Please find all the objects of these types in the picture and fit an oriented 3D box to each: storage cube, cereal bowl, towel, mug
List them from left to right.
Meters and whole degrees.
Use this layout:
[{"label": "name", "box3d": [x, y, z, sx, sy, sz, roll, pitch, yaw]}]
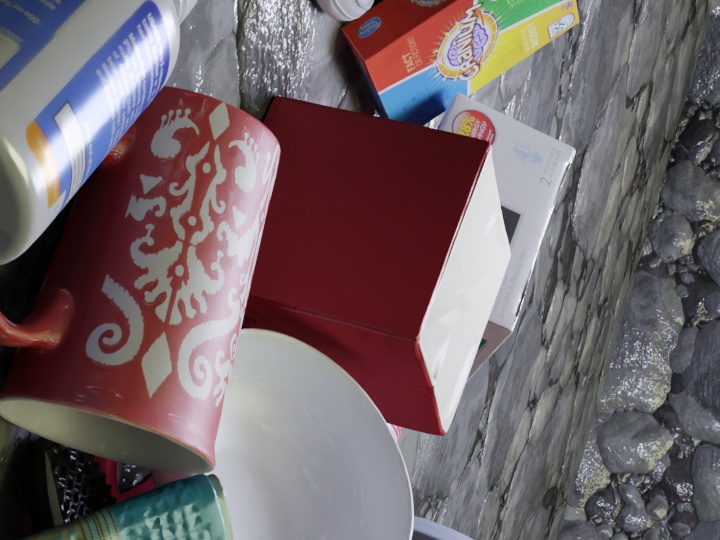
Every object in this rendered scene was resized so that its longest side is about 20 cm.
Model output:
[{"label": "towel", "box3d": [-0.158, 0.214, 0.918, 0.199, 0.022, 0.148, -17, 103, -27]}, {"label": "mug", "box3d": [-0.126, -0.004, 0.911, 0.178, 0.132, 0.202, 61, 41, -65]}, {"label": "cereal bowl", "box3d": [-0.063, 0.145, 1.066, 0.083, 0.200, 0.200, -40, -174, 36]}, {"label": "storage cube", "box3d": [0.000, 0.000, 1.209, 0.171, 0.178, 0.201, 72, 36, -59]}]

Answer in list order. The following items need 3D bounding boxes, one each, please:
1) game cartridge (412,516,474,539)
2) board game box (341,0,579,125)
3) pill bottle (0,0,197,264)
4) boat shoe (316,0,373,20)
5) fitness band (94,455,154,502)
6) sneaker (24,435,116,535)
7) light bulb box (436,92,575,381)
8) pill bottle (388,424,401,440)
[{"label": "game cartridge", "box3d": [0.051, 0.311, 1.551, 0.041, 0.198, 0.134, -30, 132, -61]}, {"label": "board game box", "box3d": [0.091, -0.212, 1.361, 0.199, 0.040, 0.153, -34, 155, -1]}, {"label": "pill bottle", "box3d": [-0.157, -0.104, 0.771, 0.201, 0.111, 0.113, -59, 155, -43]}, {"label": "boat shoe", "box3d": [-0.001, -0.266, 1.186, 0.201, 0.068, 0.072, 84, 27, -46]}, {"label": "fitness band", "box3d": [-0.141, 0.104, 1.097, 0.200, 0.037, 0.145, -19, 119, -70]}, {"label": "sneaker", "box3d": [-0.189, 0.204, 0.974, 0.070, 0.089, 0.202, -40, 115, -73]}, {"label": "light bulb box", "box3d": [0.084, -0.016, 1.434, 0.200, 0.124, 0.199, 122, -8, -64]}, {"label": "pill bottle", "box3d": [-0.022, 0.125, 1.314, 0.113, 0.111, 0.201, 74, 35, -57]}]
